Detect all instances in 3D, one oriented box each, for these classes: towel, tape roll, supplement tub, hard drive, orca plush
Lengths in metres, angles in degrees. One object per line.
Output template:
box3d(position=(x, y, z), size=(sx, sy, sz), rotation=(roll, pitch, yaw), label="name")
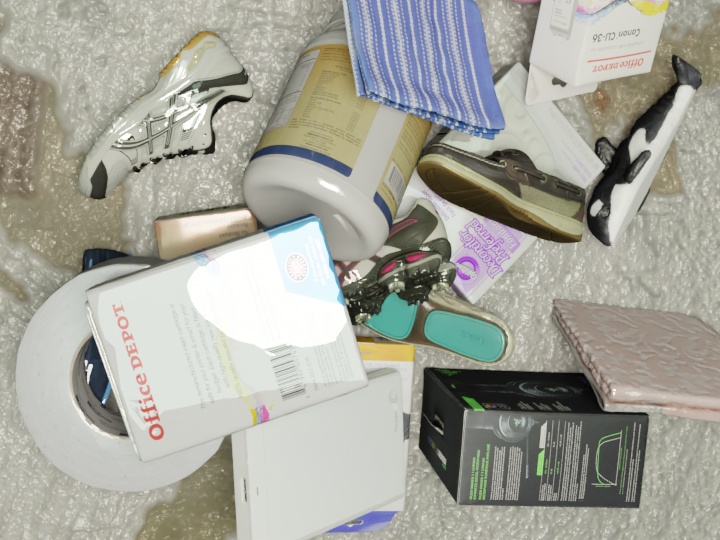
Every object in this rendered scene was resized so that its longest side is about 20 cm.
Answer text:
box3d(position=(0.305, 0.092, 0.965), size=(0.187, 0.201, 0.033), rotation=(7, 113, -8), label="towel")
box3d(position=(-0.204, 0.091, 0.859), size=(0.195, 0.066, 0.205), rotation=(-1, 97, -6), label="tape roll")
box3d(position=(-0.012, -0.128, 0.887), size=(0.143, 0.144, 0.203), rotation=(28, 67, -11), label="supplement tub")
box3d(position=(-0.035, 0.180, 0.909), size=(0.198, 0.026, 0.135), rotation=(-10, 102, -43), label="hard drive")
box3d(position=(0.279, -0.130, 0.998), size=(0.070, 0.105, 0.203), rotation=(28, 104, 22), label="orca plush")
box3d(position=(0.059, -0.202, 0.852), size=(0.198, 0.024, 0.148), rotation=(7, 70, -48), label="towel")

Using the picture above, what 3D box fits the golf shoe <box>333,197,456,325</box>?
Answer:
box3d(position=(0.000, 0.000, 0.940), size=(0.197, 0.077, 0.090), rotation=(-18, 62, 21), label="golf shoe")

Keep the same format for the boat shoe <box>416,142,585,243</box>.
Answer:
box3d(position=(0.139, -0.085, 0.918), size=(0.197, 0.073, 0.066), rotation=(23, 77, -32), label="boat shoe")

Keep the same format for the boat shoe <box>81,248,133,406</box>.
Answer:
box3d(position=(-0.274, 0.077, 0.930), size=(0.068, 0.084, 0.204), rotation=(19, 79, -28), label="boat shoe")

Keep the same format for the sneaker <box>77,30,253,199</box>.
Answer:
box3d(position=(-0.184, -0.132, 0.917), size=(0.088, 0.076, 0.200), rotation=(44, 89, -11), label="sneaker")

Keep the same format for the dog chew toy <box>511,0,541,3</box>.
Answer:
box3d(position=(0.207, -0.346, 0.940), size=(0.197, 0.124, 0.127), rotation=(-25, 100, -14), label="dog chew toy")

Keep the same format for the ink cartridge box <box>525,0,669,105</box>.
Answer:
box3d(position=(0.229, -0.247, 0.895), size=(0.115, 0.067, 0.204), rotation=(-16, 128, -33), label="ink cartridge box")

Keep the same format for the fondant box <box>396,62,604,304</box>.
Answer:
box3d(position=(0.132, -0.089, 0.985), size=(0.200, 0.058, 0.144), rotation=(-45, 102, -1), label="fondant box")

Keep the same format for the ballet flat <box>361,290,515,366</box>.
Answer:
box3d(position=(0.065, 0.047, 0.984), size=(0.197, 0.062, 0.069), rotation=(24, 102, 12), label="ballet flat")

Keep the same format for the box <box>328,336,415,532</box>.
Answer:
box3d(position=(-0.008, 0.172, 1.002), size=(0.116, 0.041, 0.205), rotation=(3, 98, -10), label="box")

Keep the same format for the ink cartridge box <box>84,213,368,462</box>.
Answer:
box3d(position=(-0.109, 0.052, 0.790), size=(0.196, 0.085, 0.147), rotation=(-18, 97, -5), label="ink cartridge box")

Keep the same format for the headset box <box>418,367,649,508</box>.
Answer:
box3d(position=(0.159, 0.163, 0.960), size=(0.195, 0.174, 0.095), rotation=(3, 97, -8), label="headset box")

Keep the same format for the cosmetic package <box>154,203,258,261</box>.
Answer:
box3d(position=(-0.139, 0.042, 0.938), size=(0.101, 0.087, 0.205), rotation=(-9, 98, -8), label="cosmetic package")
